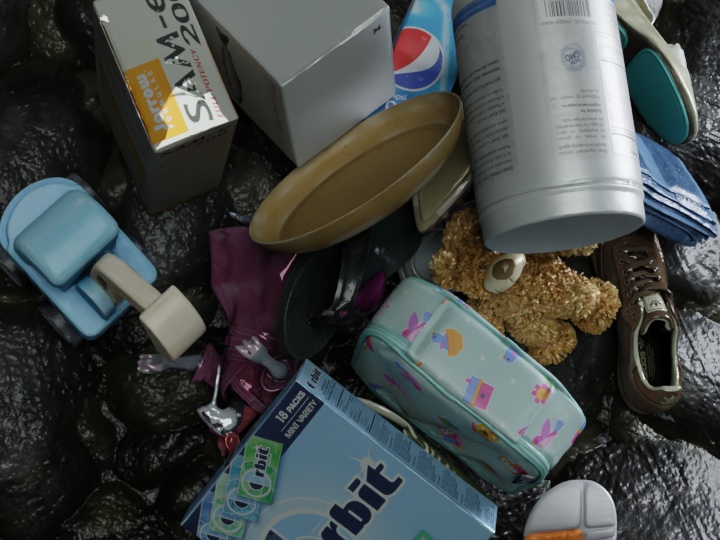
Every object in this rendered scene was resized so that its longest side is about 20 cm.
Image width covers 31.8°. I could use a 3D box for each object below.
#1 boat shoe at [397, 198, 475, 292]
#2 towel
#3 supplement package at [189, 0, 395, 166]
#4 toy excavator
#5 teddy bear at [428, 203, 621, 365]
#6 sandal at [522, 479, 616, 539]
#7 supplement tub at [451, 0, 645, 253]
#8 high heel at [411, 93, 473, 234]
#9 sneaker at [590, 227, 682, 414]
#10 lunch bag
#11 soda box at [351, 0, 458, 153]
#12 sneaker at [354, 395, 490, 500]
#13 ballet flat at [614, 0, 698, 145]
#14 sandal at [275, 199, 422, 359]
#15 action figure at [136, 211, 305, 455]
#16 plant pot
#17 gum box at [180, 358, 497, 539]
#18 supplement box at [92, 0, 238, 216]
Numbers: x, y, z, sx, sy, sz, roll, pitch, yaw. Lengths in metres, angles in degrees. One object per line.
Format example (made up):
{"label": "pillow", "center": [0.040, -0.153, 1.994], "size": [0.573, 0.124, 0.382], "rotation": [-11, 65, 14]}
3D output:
{"label": "boat shoe", "center": [0.126, -0.036, 1.139], "size": [0.199, 0.065, 0.076], "rotation": [-18, 82, -14]}
{"label": "towel", "center": [0.232, -0.095, 1.124], "size": [0.198, 0.049, 0.113], "rotation": [21, 35, -33]}
{"label": "supplement package", "center": [-0.075, -0.212, 1.075], "size": [0.117, 0.117, 0.200], "rotation": [-36, 64, -16]}
{"label": "toy excavator", "center": [-0.207, 0.001, 0.997], "size": [0.100, 0.200, 0.195], "rotation": [-43, 89, -15]}
{"label": "teddy bear", "center": [0.147, 0.018, 1.082], "size": [0.143, 0.201, 0.067], "rotation": [-20, 46, 11]}
{"label": "sandal", "center": [0.175, 0.278, 1.096], "size": [0.078, 0.059, 0.211], "rotation": [5, 98, 7]}
{"label": "supplement tub", "center": [0.144, -0.125, 0.981], "size": [0.130, 0.132, 0.204], "rotation": [-3, 79, -11]}
{"label": "high heel", "center": [0.100, -0.112, 1.121], "size": [0.070, 0.143, 0.203], "rotation": [20, 82, 16]}
{"label": "sneaker", "center": [0.262, 0.027, 1.148], "size": [0.069, 0.076, 0.204], "rotation": [-7, 81, -12]}
{"label": "lunch bag", "center": [0.086, 0.105, 1.058], "size": [0.199, 0.161, 0.077], "rotation": [39, 69, 5]}
{"label": "soda box", "center": [0.052, -0.178, 1.151], "size": [0.063, 0.068, 0.203], "rotation": [24, 76, -6]}
{"label": "sneaker", "center": [0.036, 0.169, 1.068], "size": [0.199, 0.090, 0.068], "rotation": [35, 74, -3]}
{"label": "ballet flat", "center": [0.270, -0.215, 1.206], "size": [0.069, 0.069, 0.201], "rotation": [-35, 87, -15]}
{"label": "sandal", "center": [0.000, -0.001, 1.040], "size": [0.200, 0.047, 0.076], "rotation": [-46, 129, -38]}
{"label": "action figure", "center": [-0.091, 0.059, 1.080], "size": [0.148, 0.133, 0.203], "rotation": [13, 88, -51]}
{"label": "plant pot", "center": [0.000, -0.074, 1.004], "size": [0.199, 0.199, 0.028], "rotation": [-40, 110, -15]}
{"label": "gum box", "center": [-0.018, 0.199, 1.024], "size": [0.199, 0.045, 0.170], "rotation": [38, 111, -5]}
{"label": "supplement box", "center": [-0.162, -0.136, 1.033], "size": [0.073, 0.200, 0.128], "rotation": [-22, 84, -14]}
